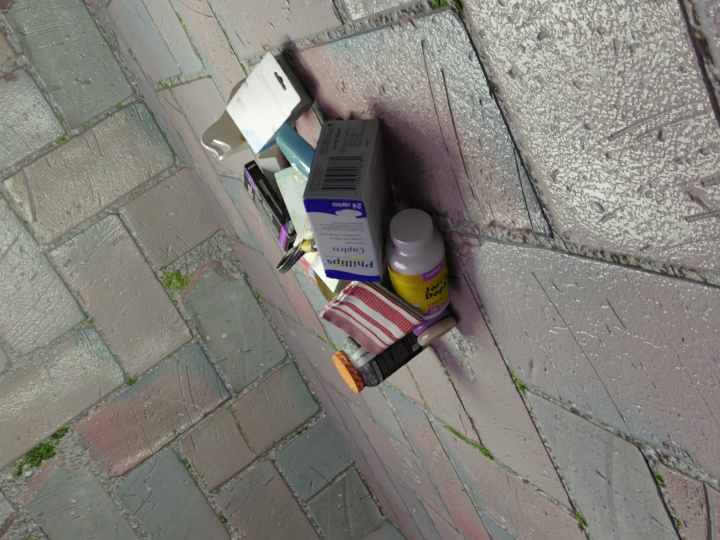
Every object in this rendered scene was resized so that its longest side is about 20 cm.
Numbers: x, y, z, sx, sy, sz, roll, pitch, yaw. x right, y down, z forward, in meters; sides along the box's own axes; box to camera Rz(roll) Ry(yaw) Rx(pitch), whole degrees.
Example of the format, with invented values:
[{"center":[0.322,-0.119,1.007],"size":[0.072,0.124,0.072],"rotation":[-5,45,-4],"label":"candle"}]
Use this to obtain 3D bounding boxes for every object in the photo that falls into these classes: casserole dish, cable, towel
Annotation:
[{"center":[-0.095,-0.199,1.527],"size":[0.200,0.039,0.122],"rotation":[47,174,32],"label":"casserole dish"},{"center":[-0.105,-0.057,1.496],"size":[0.050,0.099,0.199],"rotation":[31,152,-24],"label":"cable"},{"center":[-0.112,-0.139,1.714],"size":[0.199,0.047,0.175],"rotation":[2,112,66],"label":"towel"},{"center":[0.017,0.085,1.480],"size":[0.143,0.023,0.200],"rotation":[34,149,-7],"label":"towel"}]

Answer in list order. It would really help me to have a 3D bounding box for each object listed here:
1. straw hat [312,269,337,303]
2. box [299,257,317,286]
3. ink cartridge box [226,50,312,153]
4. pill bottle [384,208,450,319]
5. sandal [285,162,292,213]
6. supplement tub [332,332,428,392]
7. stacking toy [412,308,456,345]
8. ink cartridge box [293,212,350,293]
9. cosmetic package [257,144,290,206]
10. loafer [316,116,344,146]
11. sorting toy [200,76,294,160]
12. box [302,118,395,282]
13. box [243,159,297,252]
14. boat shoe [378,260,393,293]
[{"center":[0.000,0.000,1.670],"size":[0.197,0.085,0.204],"rotation":[18,135,19],"label":"straw hat"},{"center":[-0.063,-0.003,1.944],"size":[0.200,0.099,0.097],"rotation":[41,160,47],"label":"box"},{"center":[-0.170,-0.333,1.581],"size":[0.117,0.066,0.199],"rotation":[56,139,1],"label":"ink cartridge box"},{"center":[0.098,-0.011,1.395],"size":[0.104,0.103,0.202],"rotation":[45,162,35],"label":"pill bottle"},{"center":[-0.146,-0.158,1.874],"size":[0.079,0.058,0.210],"rotation":[72,177,-64],"label":"sandal"},{"center":[0.044,0.166,1.752],"size":[0.123,0.198,0.123],"rotation":[49,164,20],"label":"supplement tub"},{"center":[0.102,0.038,1.562],"size":[0.202,0.084,0.086],"rotation":[60,167,12],"label":"stacking toy"},{"center":[-0.058,-0.062,1.539],"size":[0.200,0.066,0.119],"rotation":[47,123,40],"label":"ink cartridge box"},{"center":[-0.187,-0.215,1.930],"size":[0.202,0.049,0.084],"rotation":[72,-161,-44],"label":"cosmetic package"},{"center":[-0.034,-0.219,1.503],"size":[0.071,0.064,0.200],"rotation":[26,172,10],"label":"loafer"},{"center":[-0.253,-0.307,1.763],"size":[0.200,0.178,0.108],"rotation":[41,160,46],"label":"sorting toy"},{"center":[-0.014,-0.115,1.353],"size":[0.202,0.102,0.187],"rotation":[75,-159,-49],"label":"box"},{"center":[-0.212,-0.150,1.911],"size":[0.202,0.036,0.143],"rotation":[56,166,5],"label":"box"},{"center":[0.046,0.003,1.527],"size":[0.073,0.073,0.205],"rotation":[24,108,55],"label":"boat shoe"}]
